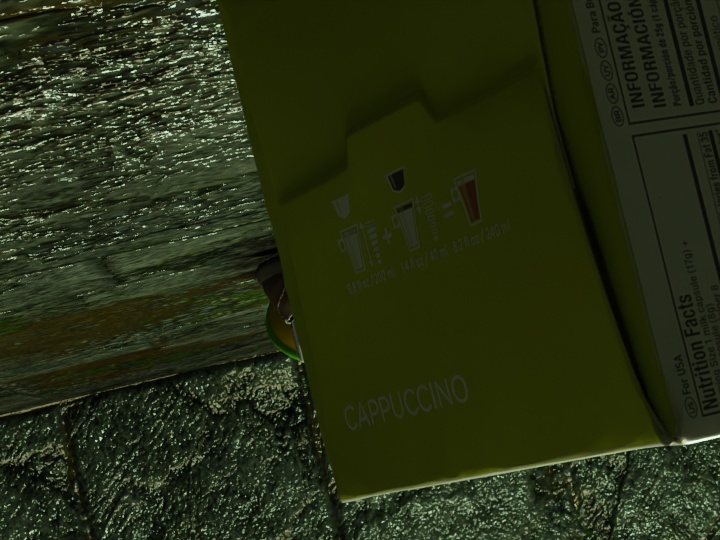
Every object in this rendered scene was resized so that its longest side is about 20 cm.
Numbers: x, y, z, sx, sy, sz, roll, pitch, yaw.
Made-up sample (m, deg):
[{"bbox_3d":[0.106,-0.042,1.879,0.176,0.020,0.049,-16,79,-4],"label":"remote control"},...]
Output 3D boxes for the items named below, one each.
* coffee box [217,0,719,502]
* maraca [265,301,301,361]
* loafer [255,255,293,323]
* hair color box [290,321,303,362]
[{"bbox_3d":[0.094,-0.042,0.608,0.197,0.201,0.200,-10,174,-32],"label":"coffee box"},{"bbox_3d":[-0.001,0.044,1.816,0.199,0.137,0.107,0,141,14],"label":"maraca"},{"bbox_3d":[0.000,0.000,1.629,0.199,0.071,0.073,-19,173,26],"label":"loafer"},{"bbox_3d":[0.025,0.018,1.727,0.199,0.099,0.061,-13,-173,-5],"label":"hair color box"}]
